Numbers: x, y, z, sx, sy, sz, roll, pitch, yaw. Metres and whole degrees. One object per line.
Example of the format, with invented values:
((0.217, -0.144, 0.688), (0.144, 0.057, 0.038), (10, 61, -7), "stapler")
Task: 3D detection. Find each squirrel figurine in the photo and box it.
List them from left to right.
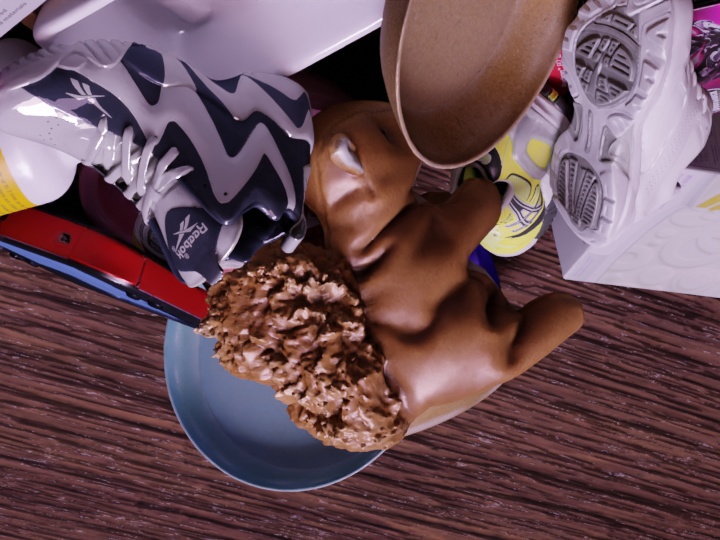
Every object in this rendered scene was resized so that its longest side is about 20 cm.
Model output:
((0.000, 0.000, 1.674), (0.200, 0.141, 0.187), (-38, 112, -19), "squirrel figurine")

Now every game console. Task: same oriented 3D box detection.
((-0.173, 0.000, 1.790), (0.200, 0.031, 0.177), (19, 169, 41), "game console")

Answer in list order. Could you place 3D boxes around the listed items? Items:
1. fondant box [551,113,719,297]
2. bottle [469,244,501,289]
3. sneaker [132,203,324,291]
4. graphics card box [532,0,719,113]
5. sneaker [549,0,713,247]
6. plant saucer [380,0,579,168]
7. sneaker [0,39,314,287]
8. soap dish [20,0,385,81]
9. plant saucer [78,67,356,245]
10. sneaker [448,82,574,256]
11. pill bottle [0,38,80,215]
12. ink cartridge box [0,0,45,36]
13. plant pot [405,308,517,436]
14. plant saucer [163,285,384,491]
((0.254, -0.043, 1.908), (0.200, 0.058, 0.144), (6, 146, -25), "fondant box")
((-0.002, 0.027, 1.949), (0.200, 0.065, 0.084), (-15, 148, 10), "bottle")
((-0.057, -0.015, 1.776), (0.200, 0.078, 0.082), (22, 147, -31), "sneaker")
((0.211, -0.149, 1.732), (0.200, 0.051, 0.126), (-12, 148, 4), "graphics card box")
((0.177, -0.111, 1.684), (0.099, 0.078, 0.200), (-24, 145, -30), "sneaker")
((0.066, -0.159, 1.595), (0.035, 0.200, 0.200), (24, 162, 28), "plant saucer")
((-0.116, -0.053, 1.570), (0.199, 0.130, 0.079), (10, 143, -29), "sneaker")
((-0.083, -0.174, 1.585), (0.200, 0.081, 0.157), (-26, 145, 26), "soap dish")
((-0.084, -0.076, 1.775), (0.200, 0.051, 0.201), (-6, 148, -4), "plant saucer")
((0.086, -0.059, 1.788), (0.076, 0.075, 0.200), (-43, 162, -19), "sneaker")
((-0.244, -0.080, 1.675), (0.200, 0.104, 0.104), (-14, 148, 10), "pill bottle")
((-0.264, -0.215, 1.410), (0.200, 0.147, 0.146), (22, 138, -39), "ink cartridge box")
((0.028, 0.079, 1.944), (0.200, 0.200, 0.028), (-17, 106, 13), "plant pot")
((-0.039, 0.051, 1.863), (0.200, 0.200, 0.027), (-21, 163, 19), "plant saucer")
